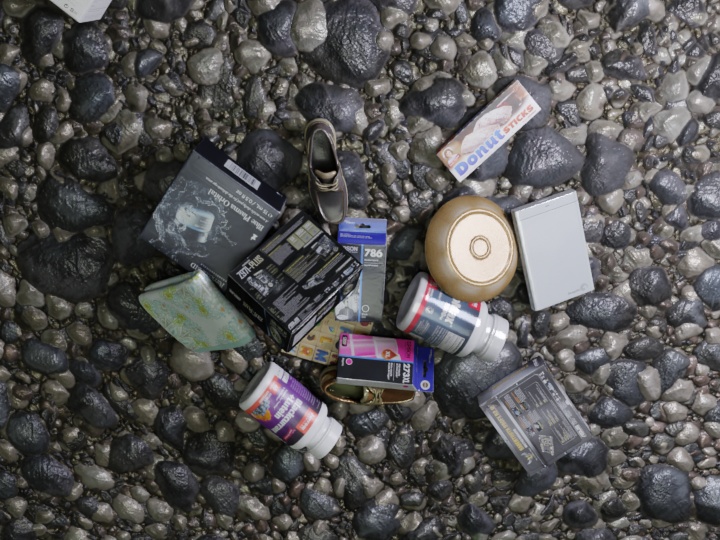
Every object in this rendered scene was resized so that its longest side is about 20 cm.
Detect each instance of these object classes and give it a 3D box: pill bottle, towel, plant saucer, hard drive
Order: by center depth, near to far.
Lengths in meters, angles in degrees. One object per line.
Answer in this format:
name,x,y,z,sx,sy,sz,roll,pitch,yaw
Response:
plant saucer,0.217,-0.042,1.649,0.197,0.035,0.204,1,87,-19
towel,-0.313,0.084,1.679,0.198,0.049,0.172,-14,127,42
hard drive,0.369,-0.038,1.685,0.130,0.027,0.203,-18,108,-10
pill bottle,0.179,0.096,1.699,0.197,0.120,0.121,24,107,-7
pill bottle,-0.137,0.286,1.771,0.199,0.112,0.112,39,105,-11

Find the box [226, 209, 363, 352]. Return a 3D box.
box,-0.121,0.019,1.616,0.163,0.086,0.200,40,62,11

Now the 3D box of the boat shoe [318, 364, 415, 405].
boat shoe,0.013,0.242,1.771,0.196,0.074,0.077,5,109,-5

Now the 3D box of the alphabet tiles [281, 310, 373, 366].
alphabet tiles,-0.076,0.107,1.767,0.197,0.006,0.169,16,107,-4

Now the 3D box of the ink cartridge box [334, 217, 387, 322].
ink cartridge box,0.000,0.000,1.710,0.097,0.039,0.204,2,105,1

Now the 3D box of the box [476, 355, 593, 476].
box,0.356,0.298,1.798,0.157,0.048,0.201,-34,104,12

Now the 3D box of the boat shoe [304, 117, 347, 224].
boat shoe,-0.069,-0.178,1.639,0.073,0.073,0.203,-11,107,5

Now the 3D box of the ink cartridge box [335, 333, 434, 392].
ink cartridge box,0.051,0.183,1.742,0.196,0.096,0.037,7,153,-6

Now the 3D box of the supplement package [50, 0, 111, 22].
supplement package,-0.459,-0.545,1.502,0.119,0.121,0.201,36,105,-10

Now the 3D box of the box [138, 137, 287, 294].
box,-0.273,-0.101,1.647,0.195,0.118,0.201,34,107,-10

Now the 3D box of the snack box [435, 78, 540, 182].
snack box,0.235,-0.258,1.633,0.200,0.024,0.072,-42,104,13
